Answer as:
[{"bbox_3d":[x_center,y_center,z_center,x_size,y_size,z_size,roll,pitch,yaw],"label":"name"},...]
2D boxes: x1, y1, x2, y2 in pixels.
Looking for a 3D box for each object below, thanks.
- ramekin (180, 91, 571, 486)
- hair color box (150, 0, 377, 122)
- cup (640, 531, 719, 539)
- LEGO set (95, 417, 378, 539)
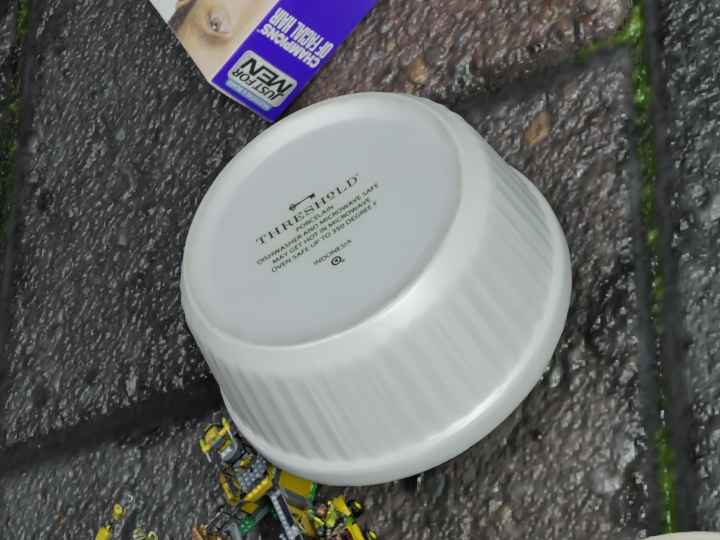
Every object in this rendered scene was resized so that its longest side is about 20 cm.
[{"bbox_3d":[0.000,0.000,1.049,0.201,0.094,0.203,-16,49,19],"label":"ramekin"},{"bbox_3d":[-0.029,-0.202,1.243,0.200,0.065,0.109,-49,45,13],"label":"hair color box"},{"bbox_3d":[0.152,0.218,0.785,0.200,0.199,0.144,49,130,45],"label":"cup"},{"bbox_3d":[-0.101,0.168,1.070,0.200,0.116,0.154,-38,48,21],"label":"LEGO set"}]
